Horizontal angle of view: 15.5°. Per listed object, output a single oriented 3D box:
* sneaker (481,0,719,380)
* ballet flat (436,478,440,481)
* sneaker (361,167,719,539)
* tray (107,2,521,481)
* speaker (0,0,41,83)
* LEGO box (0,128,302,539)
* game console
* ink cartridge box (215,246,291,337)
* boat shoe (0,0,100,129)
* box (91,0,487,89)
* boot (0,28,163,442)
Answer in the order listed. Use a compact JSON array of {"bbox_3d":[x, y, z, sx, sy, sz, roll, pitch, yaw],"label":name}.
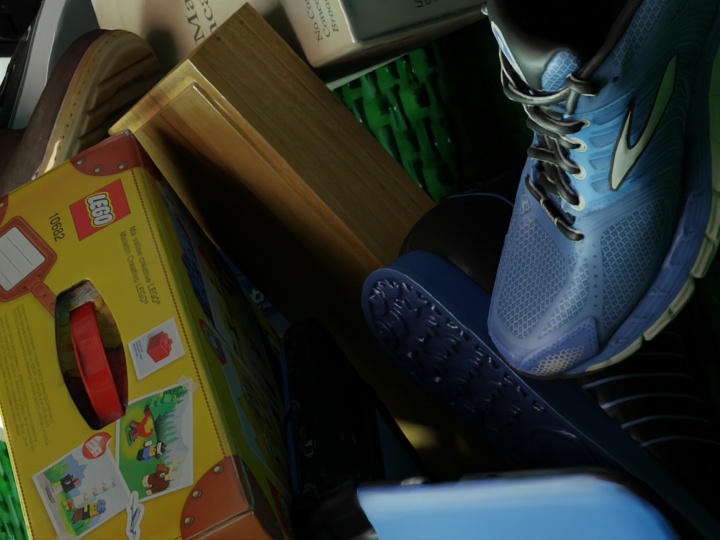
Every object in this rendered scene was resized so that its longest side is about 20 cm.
[{"bbox_3d":[0.068,-0.058,0.801,0.079,0.089,0.200,43,127,46],"label":"sneaker"},{"bbox_3d":[0.013,0.119,1.073,0.200,0.071,0.069,136,147,-69],"label":"ballet flat"},{"bbox_3d":[0.094,0.050,0.892,0.200,0.078,0.070,46,148,2],"label":"sneaker"},{"bbox_3d":[0.000,0.000,0.968,0.200,0.037,0.099,47,155,-6],"label":"tray"},{"bbox_3d":[-0.163,-0.033,1.296,0.081,0.081,0.200,36,136,49],"label":"speaker"},{"bbox_3d":[-0.060,0.072,0.929,0.149,0.077,0.200,56,-172,-42],"label":"LEGO box"},{"bbox_3d":[0.072,0.107,0.891,0.200,0.118,0.171,56,-166,-30],"label":"game console"},{"bbox_3d":[-0.092,0.031,1.207,0.136,0.076,0.200,39,139,45],"label":"ink cartridge box"},{"bbox_3d":[-0.128,-0.079,1.139,0.057,0.069,0.200,27,97,47],"label":"boat shoe"},{"bbox_3d":[-0.027,-0.114,0.997,0.200,0.078,0.095,-21,89,63],"label":"box"},{"bbox_3d":[-0.170,-0.039,1.070,0.166,0.072,0.200,34,122,23],"label":"boot"}]
